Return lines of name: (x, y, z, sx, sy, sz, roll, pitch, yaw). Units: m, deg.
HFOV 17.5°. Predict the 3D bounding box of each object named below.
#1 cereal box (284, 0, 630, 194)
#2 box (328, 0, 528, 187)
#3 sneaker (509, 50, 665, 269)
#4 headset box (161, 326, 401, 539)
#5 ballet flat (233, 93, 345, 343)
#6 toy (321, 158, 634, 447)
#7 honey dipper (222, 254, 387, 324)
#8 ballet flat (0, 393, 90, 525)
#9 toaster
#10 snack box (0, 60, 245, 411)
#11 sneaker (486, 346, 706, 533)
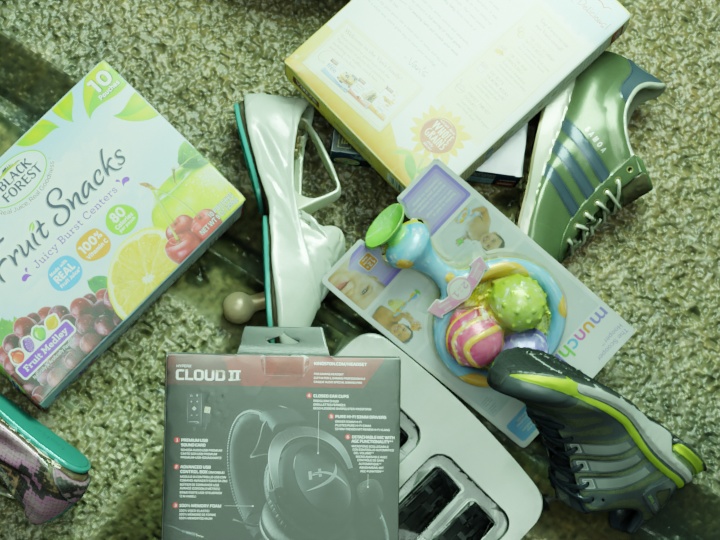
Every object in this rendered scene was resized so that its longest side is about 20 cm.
cereal box: (0.067, -0.155, 1.615, 0.200, 0.040, 0.144, -42, 80, -9)
box: (0.057, -0.168, 1.660, 0.136, 0.038, 0.200, 8, 80, -2)
sneaker: (0.160, -0.061, 1.636, 0.090, 0.067, 0.200, 14, 77, 3)
headset box: (-0.050, 0.134, 1.462, 0.149, 0.077, 0.200, 0, 82, -3)
ballet flat: (-0.043, -0.037, 1.598, 0.069, 0.069, 0.200, -7, 65, -6)
toy: (0.085, 0.030, 1.575, 0.200, 0.047, 0.115, 40, 99, -20)
honey dipper: (0.000, 0.000, 1.632, 0.200, 0.038, 0.038, -17, 83, -3)
ballet flat: (-0.271, 0.095, 1.579, 0.200, 0.069, 0.071, 44, 99, 2)
toaster: (0.011, 0.155, 1.563, 0.200, 0.119, 0.181, -44, 88, -10)
snack box: (-0.198, -0.024, 1.606, 0.142, 0.053, 0.200, 44, 80, 4)
sneaker: (0.152, 0.118, 1.570, 0.200, 0.074, 0.081, 34, 88, -35)
